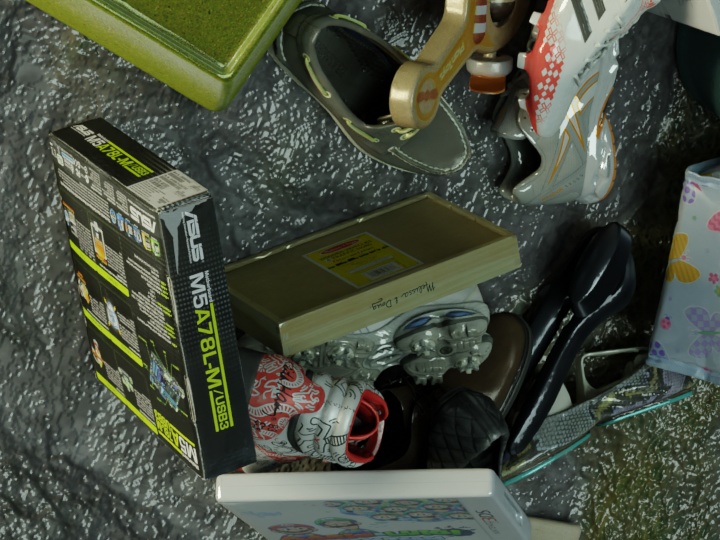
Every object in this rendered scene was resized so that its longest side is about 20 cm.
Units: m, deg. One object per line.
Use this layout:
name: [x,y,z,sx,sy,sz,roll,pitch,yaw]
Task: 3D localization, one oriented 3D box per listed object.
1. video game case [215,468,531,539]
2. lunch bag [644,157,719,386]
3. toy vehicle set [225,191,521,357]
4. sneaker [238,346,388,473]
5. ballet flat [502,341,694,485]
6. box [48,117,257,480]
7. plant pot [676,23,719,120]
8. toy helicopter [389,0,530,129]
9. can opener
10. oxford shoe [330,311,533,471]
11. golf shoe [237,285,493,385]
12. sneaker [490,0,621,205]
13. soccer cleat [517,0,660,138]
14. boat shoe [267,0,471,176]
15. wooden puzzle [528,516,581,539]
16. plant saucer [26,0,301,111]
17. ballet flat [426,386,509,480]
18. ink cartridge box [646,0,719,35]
video game case: [0.013,0.174,1.670,0.182,0.198,0.024,54,36,-69]
lunch bag: [0.321,-0.004,1.858,0.199,0.126,0.171,-17,121,-56]
toy vehicle set: [0.000,0.000,1.669,0.199,0.124,0.027,-20,116,-23]
sneaker: [-0.036,0.115,1.632,0.202,0.107,0.068,79,29,-71]
ballet flat: [0.175,0.107,1.856,0.199,0.072,0.073,-24,118,-22]
box: [-0.141,0.015,1.545,0.047,0.200,0.195,-20,115,-21]
plant pot: [0.351,-0.165,1.783,0.199,0.188,0.202,-10,112,-27]
toy helicopter: [0.074,-0.166,1.654,0.200,0.078,0.133,-55,147,-36]
can opener: [0.152,0.051,1.814,0.201,0.063,0.079,-58,142,-3]
oxford shoe: [0.056,0.102,1.757,0.200,0.073,0.085,-47,148,-11]
golf shoe: [-0.004,0.039,1.721,0.198,0.098,0.079,-7,144,-6]
sneaker: [0.142,-0.138,1.739,0.091,0.076,0.202,-13,112,-22]
soccer cleat: [0.170,-0.185,1.656,0.069,0.085,0.202,-34,140,-67]
boat shoe: [0.014,-0.125,1.672,0.201,0.060,0.072,37,86,-34]
wooden puzzle: [0.085,0.286,1.867,0.199,0.046,0.187,11,101,-33]
plant saucer: [-0.109,-0.220,1.541,0.199,0.048,0.201,29,104,-31]
ballet flat: [0.083,0.167,1.746,0.066,0.057,0.201,-26,141,-16]
ink cartridge box: [0.262,-0.238,1.697,0.115,0.200,0.067,-32,120,-17]
